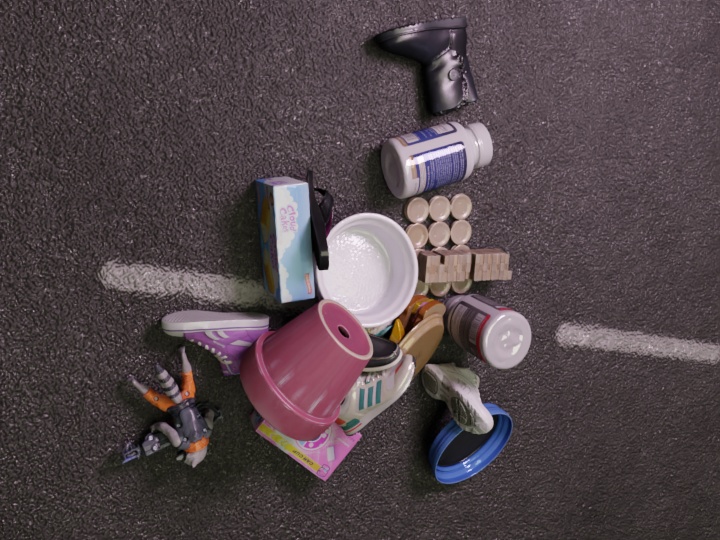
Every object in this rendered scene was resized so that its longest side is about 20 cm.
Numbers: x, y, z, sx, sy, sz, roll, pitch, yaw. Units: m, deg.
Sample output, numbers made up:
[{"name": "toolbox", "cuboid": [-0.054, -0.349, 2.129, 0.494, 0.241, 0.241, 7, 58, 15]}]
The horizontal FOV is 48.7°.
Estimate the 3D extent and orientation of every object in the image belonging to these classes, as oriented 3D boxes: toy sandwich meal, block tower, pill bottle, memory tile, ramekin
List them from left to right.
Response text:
[{"name": "ramekin", "cuboid": [0.000, 0.000, 1.470, 0.195, 0.097, 0.207, 0, 90, -19]}, {"name": "toy sandwich meal", "cuboid": [0.089, 0.141, 1.552, 0.204, 0.070, 0.207, -41, 155, -23]}, {"name": "pill bottle", "cuboid": [0.145, -0.214, 1.497, 0.196, 0.111, 0.114, -18, 108, -18]}, {"name": "memory tile", "cuboid": [0.155, -0.048, 1.590, 0.149, 0.017, 0.206, -7, 104, -22]}, {"name": "block tower", "cuboid": [0.206, -0.011, 1.580, 0.195, 0.054, 0.060, -1, 103, -24]}, {"name": "pill bottle", "cuboid": [0.237, 0.110, 1.557, 0.108, 0.199, 0.114, -5, 104, -21]}]

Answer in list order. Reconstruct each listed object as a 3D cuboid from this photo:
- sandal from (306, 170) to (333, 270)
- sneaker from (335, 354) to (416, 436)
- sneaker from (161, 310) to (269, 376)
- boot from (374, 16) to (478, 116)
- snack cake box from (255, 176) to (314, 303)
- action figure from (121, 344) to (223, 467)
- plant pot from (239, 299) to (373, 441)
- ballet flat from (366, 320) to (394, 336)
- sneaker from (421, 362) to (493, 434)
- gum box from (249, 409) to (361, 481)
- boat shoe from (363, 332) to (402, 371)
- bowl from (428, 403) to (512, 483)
[{"name": "sandal", "cuboid": [-0.065, -0.087, 1.386, 0.047, 0.204, 0.076, -6, 146, -10]}, {"name": "sneaker", "cuboid": [0.013, 0.211, 1.452, 0.093, 0.071, 0.199, 41, 109, -15]}, {"name": "sneaker", "cuboid": [-0.260, 0.135, 1.420, 0.195, 0.072, 0.118, 5, 102, -24]}, {"name": "boot", "cuboid": [0.128, -0.371, 1.474, 0.196, 0.076, 0.173, -16, 104, -26]}, {"name": "snack cake box", "cuboid": [-0.134, -0.057, 1.408, 0.065, 0.115, 0.206, -8, 104, -20]}, {"name": "action figure", "cuboid": [-0.336, 0.261, 1.392, 0.198, 0.104, 0.197, -31, 96, -25]}, {"name": "plant pot", "cuboid": [-0.080, 0.157, 1.365, 0.199, 0.202, 0.179, 36, 112, -25]}, {"name": "ballet flat", "cuboid": [-0.019, 0.142, 1.536, 0.199, 0.076, 0.064, -41, 82, -15]}, {"name": "sneaker", "cuboid": [0.210, 0.240, 1.582, 0.097, 0.200, 0.080, -16, 130, -27]}, {"name": "gum box", "cuboid": [-0.100, 0.300, 1.520, 0.199, 0.066, 0.114, 41, 89, -25]}, {"name": "boat shoe", "cuboid": [-0.018, 0.132, 1.457, 0.072, 0.195, 0.069, -57, 146, -37]}, {"name": "bowl", "cuboid": [0.226, 0.357, 1.651, 0.197, 0.040, 0.204, -21, 136, -21]}]
